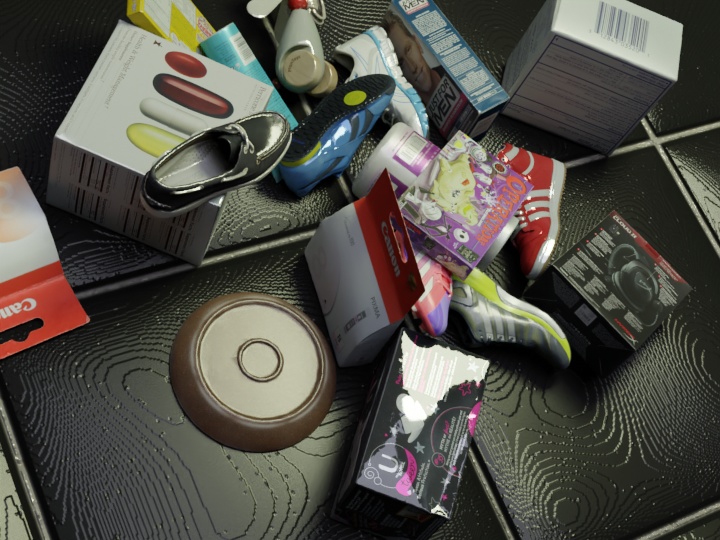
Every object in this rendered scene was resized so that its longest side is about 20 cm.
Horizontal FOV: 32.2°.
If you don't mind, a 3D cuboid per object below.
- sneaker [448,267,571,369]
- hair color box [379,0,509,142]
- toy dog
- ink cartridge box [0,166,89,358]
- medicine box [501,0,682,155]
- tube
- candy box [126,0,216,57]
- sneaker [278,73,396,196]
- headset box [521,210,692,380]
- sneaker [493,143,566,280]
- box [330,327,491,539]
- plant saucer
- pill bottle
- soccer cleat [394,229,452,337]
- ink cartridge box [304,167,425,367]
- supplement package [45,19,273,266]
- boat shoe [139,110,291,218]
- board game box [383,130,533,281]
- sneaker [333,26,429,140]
[{"bbox_3d":[0.171,0.071,1.557,0.199,0.074,0.081,33,73,2],"label":"sneaker"},{"bbox_3d":[0.105,-0.271,1.689,0.060,0.100,0.200,-29,75,-28],"label":"hair color box"},{"bbox_3d":[-0.102,-0.307,1.643,0.096,0.132,0.201,-19,59,14],"label":"toy dog"},{"bbox_3d":[-0.416,-0.004,1.394,0.162,0.050,0.200,-24,70,-28],"label":"ink cartridge box"},{"bbox_3d":[0.309,-0.274,1.703,0.181,0.200,0.103,20,60,-8],"label":"medicine box"},{"bbox_3d":[-0.130,-0.215,1.584,0.077,0.050,0.201,-37,103,-27],"label":"tube"},{"bbox_3d":[-0.227,-0.300,1.548,0.026,0.200,0.103,-14,60,17],"label":"candy box"},{"bbox_3d":[-0.026,-0.174,1.602,0.066,0.079,0.200,27,62,39],"label":"sneaker"},{"bbox_3d":[0.323,0.024,1.604,0.149,0.077,0.200,46,43,8],"label":"headset box"},{"bbox_3d":[0.204,-0.083,1.640,0.112,0.071,0.201,23,50,-11],"label":"sneaker"},{"bbox_3d":[0.054,0.190,1.406,0.114,0.132,0.201,22,59,-4],"label":"box"},{"bbox_3d":[-0.120,0.109,1.447,0.199,0.035,0.201,8,60,-14],"label":"plant saucer"},{"bbox_3d":[0.097,-0.088,1.582,0.200,0.112,0.112,36,57,2],"label":"pill bottle"},{"bbox_3d":[0.082,-0.006,1.454,0.076,0.067,0.201,-19,40,6],"label":"soccer cleat"},{"bbox_3d":[0.000,0.000,1.447,0.057,0.200,0.163,-9,66,-19],"label":"ink cartridge box"},{"bbox_3d":[-0.237,-0.149,1.476,0.199,0.147,0.192,23,58,-6],"label":"supplement package"},{"bbox_3d":[-0.153,-0.127,1.369,0.199,0.060,0.074,-29,76,-27],"label":"boat shoe"},{"bbox_3d":[0.120,-0.082,1.490,0.120,0.032,0.200,40,43,0],"label":"board game box"},{"bbox_3d":[0.024,-0.229,1.665,0.086,0.075,0.201,-21,66,-16],"label":"sneaker"}]
